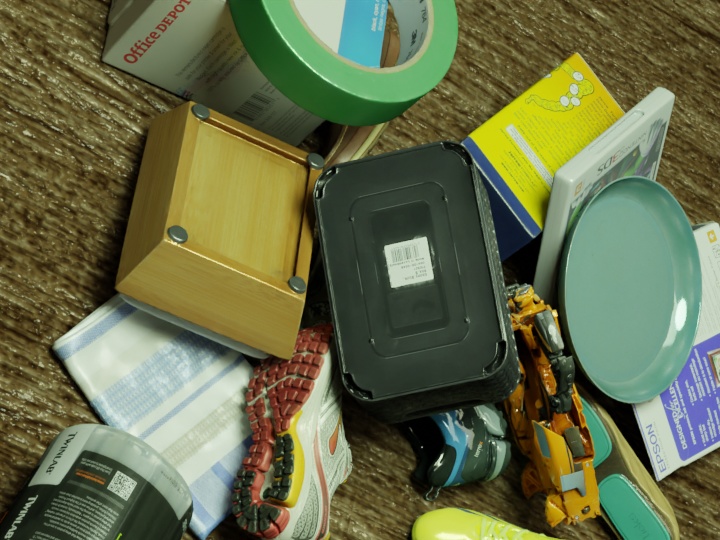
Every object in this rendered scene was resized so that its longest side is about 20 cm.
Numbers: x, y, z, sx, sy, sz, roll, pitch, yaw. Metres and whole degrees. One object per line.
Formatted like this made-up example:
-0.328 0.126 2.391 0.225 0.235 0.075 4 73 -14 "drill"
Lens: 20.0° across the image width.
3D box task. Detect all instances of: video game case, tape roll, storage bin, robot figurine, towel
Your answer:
0.218 -0.046 1.865 0.023 0.201 0.182 29 45 24 "video game case"
-0.013 -0.220 1.685 0.199 0.048 0.202 15 60 -28 "tape roll"
0.046 0.010 1.660 0.134 0.094 0.202 -12 73 8 "storage bin"
0.153 0.110 1.742 0.058 0.145 0.201 -18 106 -9 "robot figurine"
-0.142 0.099 1.644 0.147 0.024 0.200 -38 91 -40 "towel"

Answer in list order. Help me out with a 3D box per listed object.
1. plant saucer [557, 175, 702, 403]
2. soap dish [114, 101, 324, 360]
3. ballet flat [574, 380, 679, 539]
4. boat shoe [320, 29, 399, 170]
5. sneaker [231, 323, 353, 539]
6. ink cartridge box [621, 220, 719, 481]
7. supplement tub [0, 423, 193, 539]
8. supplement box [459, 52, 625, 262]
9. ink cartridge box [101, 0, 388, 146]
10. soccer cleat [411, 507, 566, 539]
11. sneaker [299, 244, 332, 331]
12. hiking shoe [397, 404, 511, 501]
0.236 0.017 1.816 0.199 0.027 0.202 1 89 -45 "plant saucer"
-0.108 -0.038 1.672 0.156 0.081 0.201 24 43 -17 "soap dish"
0.219 0.175 1.840 0.201 0.068 0.063 57 22 0 "ballet flat"
-0.009 -0.148 1.834 0.067 0.072 0.201 33 46 -10 "boat shoe"
-0.047 0.134 1.642 0.082 0.077 0.201 39 51 -39 "sneaker"
0.295 0.074 1.916 0.199 0.043 0.200 -21 95 -42 "ink cartridge box"
-0.213 0.220 1.469 0.122 0.122 0.201 39 51 -12 "supplement tub"
0.150 -0.096 1.887 0.110 0.109 0.200 52 49 0 "supplement box"
-0.097 -0.232 1.761 0.199 0.147 0.146 23 56 -24 "ink cartridge box"
0.141 0.238 1.720 0.199 0.084 0.065 20 59 -12 "soccer cleat"
0.000 0.000 1.748 0.077 0.089 0.201 23 57 -23 "sneaker"
0.060 0.091 1.753 0.086 0.074 0.201 -12 71 -32 "hiking shoe"
